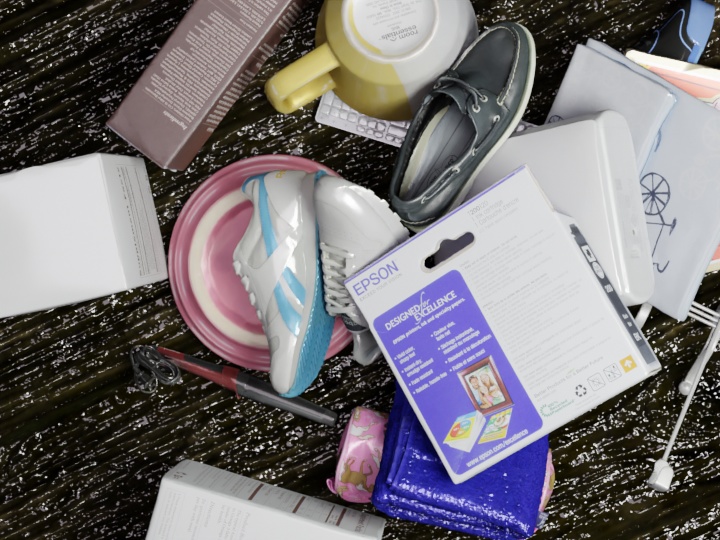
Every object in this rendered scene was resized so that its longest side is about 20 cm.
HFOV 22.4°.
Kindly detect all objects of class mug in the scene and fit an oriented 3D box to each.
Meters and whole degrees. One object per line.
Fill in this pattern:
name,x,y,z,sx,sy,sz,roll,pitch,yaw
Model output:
mug,0.021,-0.196,1.589,0.149,0.153,0.187,28,91,3

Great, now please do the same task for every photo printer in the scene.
photo printer,0.147,-0.039,1.574,0.200,0.069,0.167,-10,86,38

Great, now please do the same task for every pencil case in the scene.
pencil case,0.074,0.183,1.645,0.200,0.083,0.087,13,54,3

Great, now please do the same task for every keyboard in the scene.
keyboard,0.061,-0.134,1.665,0.200,0.011,0.056,17,94,3

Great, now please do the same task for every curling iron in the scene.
curling iron,-0.118,0.111,1.678,0.200,0.026,0.050,16,57,-1

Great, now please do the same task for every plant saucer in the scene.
plant saucer,-0.078,-0.006,1.660,0.200,0.051,0.201,0,93,4

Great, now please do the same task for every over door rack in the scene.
over door rack,0.227,0.087,1.611,0.148,0.067,0.200,25,61,2

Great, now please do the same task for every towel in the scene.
towel,0.097,0.133,1.602,0.148,0.050,0.200,11,55,4

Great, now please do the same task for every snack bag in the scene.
snack bag,0.233,-0.074,1.565,0.200,0.021,0.189,34,112,28

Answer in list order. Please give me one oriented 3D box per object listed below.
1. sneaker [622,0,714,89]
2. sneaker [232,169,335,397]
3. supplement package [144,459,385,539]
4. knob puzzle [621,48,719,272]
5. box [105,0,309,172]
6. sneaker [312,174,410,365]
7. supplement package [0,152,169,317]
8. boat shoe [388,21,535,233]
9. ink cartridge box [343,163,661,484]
sneaker,0.238,-0.163,1.622,0.078,0.070,0.200,30,95,-5
sneaker,-0.068,0.011,1.605,0.081,0.077,0.200,2,89,16
supplement package,-0.090,0.258,1.640,0.200,0.117,0.117,17,93,3
knob puzzle,0.305,-0.083,1.595,0.219,0.030,0.220,0,106,0
box,-0.135,-0.188,1.632,0.075,0.100,0.200,36,93,2
sneaker,0.000,0.000,1.577,0.076,0.200,0.081,26,64,41
supplement package,-0.253,-0.032,1.596,0.121,0.200,0.120,-12,92,5
boat shoe,0.080,-0.129,1.542,0.074,0.066,0.199,34,91,31
ink cartridge box,0.115,0.044,1.513,0.198,0.043,0.200,-32,82,22
